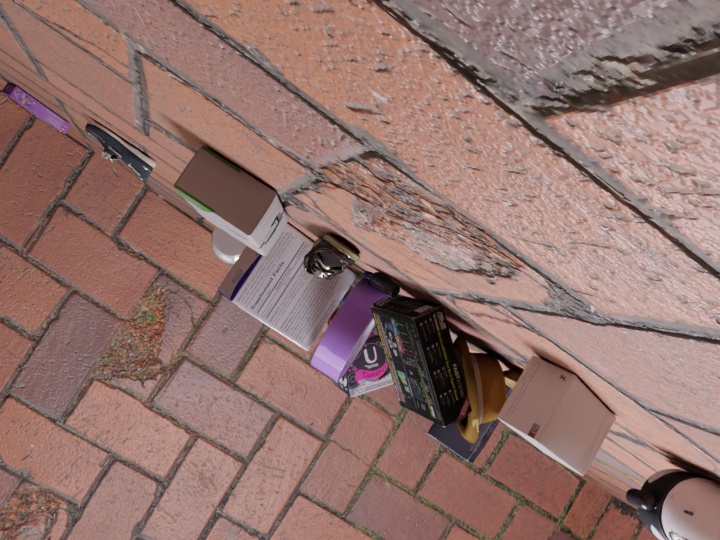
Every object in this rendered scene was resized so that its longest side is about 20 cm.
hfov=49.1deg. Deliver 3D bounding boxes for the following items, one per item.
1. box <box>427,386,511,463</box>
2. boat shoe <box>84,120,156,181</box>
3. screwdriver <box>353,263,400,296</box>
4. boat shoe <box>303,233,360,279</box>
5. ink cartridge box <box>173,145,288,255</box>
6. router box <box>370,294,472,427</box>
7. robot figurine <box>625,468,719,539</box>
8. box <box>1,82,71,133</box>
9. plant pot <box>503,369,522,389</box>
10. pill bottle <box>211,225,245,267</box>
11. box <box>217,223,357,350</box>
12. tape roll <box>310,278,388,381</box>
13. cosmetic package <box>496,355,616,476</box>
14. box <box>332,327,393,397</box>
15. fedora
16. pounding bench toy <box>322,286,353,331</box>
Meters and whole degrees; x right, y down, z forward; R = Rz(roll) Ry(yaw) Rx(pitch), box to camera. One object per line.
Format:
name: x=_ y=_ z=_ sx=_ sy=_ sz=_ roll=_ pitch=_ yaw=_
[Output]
box: x=0.268 y=0.345 z=1.887 sx=0.117 sy=0.198 sz=0.200 roll=31 pitch=173 yaw=17
boat shoe: x=-0.600 y=-0.294 z=1.943 sx=0.199 sy=0.062 sz=0.075 roll=34 pitch=176 yaw=-6
screwdriver: x=0.000 y=0.000 z=1.381 sx=0.199 sy=0.028 sz=0.029 roll=29 pitch=144 yaw=47
boat shoe: x=-0.053 y=-0.016 z=1.328 sx=0.073 sy=0.065 sz=0.200 roll=36 pitch=172 yaw=-8
ink cartridge box: x=-0.205 y=-0.108 z=1.294 sx=0.145 sy=0.085 sz=0.200 roll=33 pitch=174 yaw=4
router box: x=0.101 y=0.148 z=1.330 sx=0.149 sy=0.062 sz=0.202 roll=11 pitch=121 yaw=62
robot figurine: x=0.527 y=0.393 z=1.280 sx=0.200 sy=0.149 sz=0.126 roll=90 pitch=158 yaw=-83
box: x=-1.029 y=-0.514 z=2.501 sx=0.200 sy=0.039 sz=0.136 roll=38 pitch=173 yaw=-38
plant pot: x=0.345 y=0.237 z=1.457 sx=0.199 sy=0.028 sz=0.200 roll=32 pitch=174 yaw=4
pill bottle: x=-0.303 y=-0.070 z=1.926 sx=0.116 sy=0.117 sz=0.200 roll=33 pitch=174 yaw=-1
box: x=-0.144 y=0.024 z=1.553 sx=0.199 sy=0.185 sz=0.105 roll=36 pitch=174 yaw=-28
tape roll: x=-0.019 y=0.118 z=1.562 sx=0.065 sy=0.201 sz=0.200 roll=30 pitch=174 yaw=7
cosmetic package: x=0.300 y=0.222 z=1.190 sx=0.081 sy=0.113 sz=0.200 roll=26 pitch=169 yaw=44
box: x=0.038 y=0.186 z=1.745 sx=0.132 sy=0.198 sz=0.116 roll=-167 pitch=63 yaw=-69
fedora: x=0.218 y=0.215 z=1.448 sx=0.081 sy=0.203 sz=0.201 roll=-3 pitch=176 yaw=-6
pounding bench toy: x=-0.119 y=0.052 z=1.898 sx=0.199 sy=0.125 sz=0.156 roll=37 pitch=172 yaw=-31
